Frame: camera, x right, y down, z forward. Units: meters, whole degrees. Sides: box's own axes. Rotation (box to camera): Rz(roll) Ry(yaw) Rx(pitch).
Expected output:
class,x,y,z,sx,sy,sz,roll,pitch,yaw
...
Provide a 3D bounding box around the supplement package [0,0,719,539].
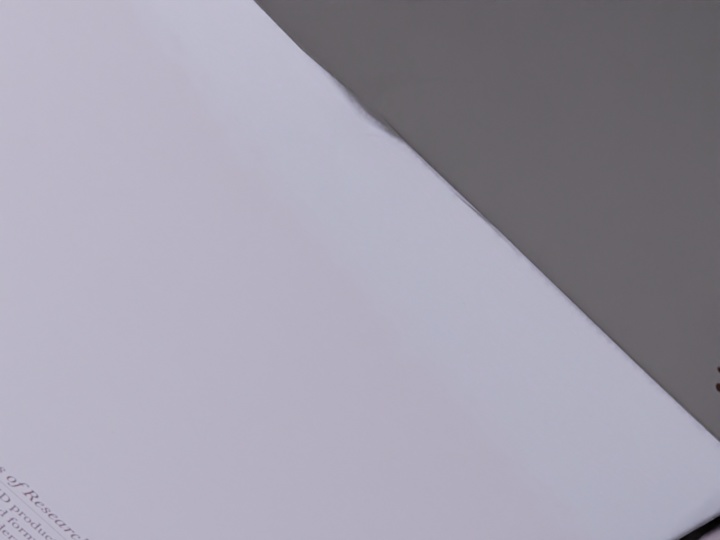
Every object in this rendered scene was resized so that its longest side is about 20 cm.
class,x,y,z,sx,sy,sz,roll,pitch,yaw
supplement package,-0.031,-0.030,0.544,0.200,0.191,0.147,-37,13,45
